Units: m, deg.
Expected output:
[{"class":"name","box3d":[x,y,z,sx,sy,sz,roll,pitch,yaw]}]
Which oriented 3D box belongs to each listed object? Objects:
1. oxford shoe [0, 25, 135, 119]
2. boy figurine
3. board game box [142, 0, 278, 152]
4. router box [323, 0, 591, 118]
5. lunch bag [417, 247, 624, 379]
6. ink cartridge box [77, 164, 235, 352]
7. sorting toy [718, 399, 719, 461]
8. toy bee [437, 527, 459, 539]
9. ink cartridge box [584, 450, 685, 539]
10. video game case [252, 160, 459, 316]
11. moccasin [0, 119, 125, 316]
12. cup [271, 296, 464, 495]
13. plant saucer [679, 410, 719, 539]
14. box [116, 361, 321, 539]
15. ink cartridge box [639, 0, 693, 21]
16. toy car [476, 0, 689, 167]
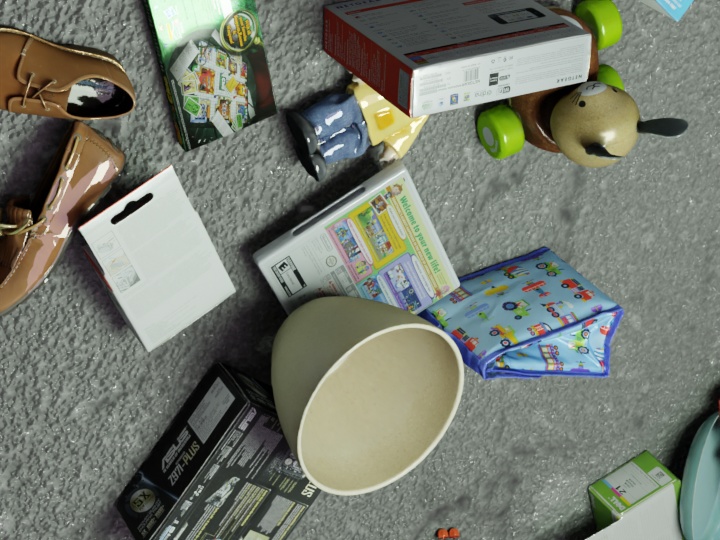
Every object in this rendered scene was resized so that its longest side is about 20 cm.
[{"class":"oxford shoe","box3d":[-0.288,-0.167,1.331,0.198,0.071,0.072,0,118,-30]},{"class":"boy figurine","box3d":[0.026,-0.159,1.538,0.198,0.064,0.125,-24,126,-14]},{"class":"board game box","box3d":[-0.142,-0.218,1.423,0.104,0.023,0.202,-23,127,-17]},{"class":"router box","box3d":[0.091,-0.219,1.466,0.198,0.179,0.049,-14,124,-24]},{"class":"lunch bag","box3d":[0.164,0.057,1.693,0.198,0.151,0.095,-8,121,-29]},{"class":"ink cartridge box","box3d":[-0.201,-0.020,1.457,0.108,0.050,0.201,-35,142,-12]},{"class":"sorting toy","box3d":[0.554,0.208,2.055,0.200,0.069,0.201,-38,130,-34]},{"class":"toy bee","box3d":[0.119,0.384,1.905,0.199,0.110,0.130,-37,144,25]},{"class":"ink cartridge box","box3d":[0.333,0.356,2.026,0.199,0.076,0.149,-28,128,-14]},{"class":"video game case","box3d":[0.000,0.000,1.615,0.181,0.022,0.201,-33,136,-4]},{"class":"moccasin","box3d":[-0.298,-0.045,1.395,0.077,0.074,0.202,34,100,-27]},{"class":"cup","box3d":[-0.014,0.106,1.567,0.199,0.143,0.202,-20,130,-26]},{"class":"plant saucer","box3d":[0.466,0.283,2.045,0.200,0.027,0.203,-24,118,-56]},{"class":"box","box3d":[-0.136,0.224,1.643,0.163,0.086,0.201,29,99,-40]},{"class":"ink cartridge box","box3d":[0.297,-0.388,1.519,0.146,0.146,0.201,32,98,-40]},{"class":"toy car","box3d":[0.236,-0.171,1.572,0.163,0.200,0.159,-23,127,-19]}]
